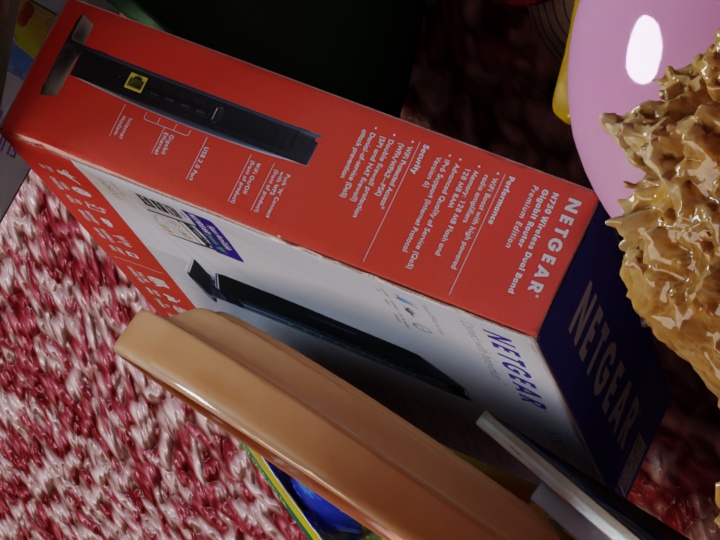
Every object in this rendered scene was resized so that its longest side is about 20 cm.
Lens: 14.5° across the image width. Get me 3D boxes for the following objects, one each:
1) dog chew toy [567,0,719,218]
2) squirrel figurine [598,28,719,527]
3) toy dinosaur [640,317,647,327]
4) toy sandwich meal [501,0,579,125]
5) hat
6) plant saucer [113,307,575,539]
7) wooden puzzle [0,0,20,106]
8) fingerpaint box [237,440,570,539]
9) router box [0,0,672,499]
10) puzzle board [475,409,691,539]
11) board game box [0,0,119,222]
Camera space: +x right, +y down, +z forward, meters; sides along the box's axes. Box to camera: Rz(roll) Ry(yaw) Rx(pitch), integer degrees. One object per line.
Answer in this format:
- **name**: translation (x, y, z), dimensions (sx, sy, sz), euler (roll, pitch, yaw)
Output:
- **dog chew toy**: translation (0.098, -0.094, 0.649), dimensions (0.124, 0.124, 0.201), euler (-5, 100, 68)
- **squirrel figurine**: translation (0.150, -0.009, 0.528), dimensions (0.142, 0.199, 0.187), euler (-128, 33, -50)
- **toy dinosaur**: translation (0.141, 0.034, 0.804), dimensions (0.102, 0.077, 0.200), euler (-18, 96, 57)
- **toy sandwich meal**: translation (0.039, -0.133, 0.797), dimensions (0.205, 0.070, 0.205), euler (49, 157, 30)
- **hat**: translation (0.003, -0.136, 0.958), dimensions (0.166, 0.176, 0.200), euler (37, -176, 1)
- **plant saucer**: translation (0.011, 0.069, 0.908), dimensions (0.200, 0.032, 0.200), euler (34, 176, 3)
- **wooden puzzle**: translation (-0.125, -0.150, 0.869), dimensions (0.185, 0.046, 0.200), euler (-93, 8, -61)
- **fingerpaint box**: translation (0.005, 0.047, 1.112), dimensions (0.200, 0.073, 0.167), euler (53, 158, 21)
- **router box**: translation (0.000, 0.000, 0.902), dimensions (0.179, 0.049, 0.200), euler (21, 167, 19)
- **puzzle board**: translation (0.131, 0.120, 0.846), dimensions (0.151, 0.017, 0.200), euler (33, -176, -41)
- **board game box**: translation (-0.160, -0.105, 0.996), dimensions (0.040, 0.200, 0.153), euler (8, 153, 44)
